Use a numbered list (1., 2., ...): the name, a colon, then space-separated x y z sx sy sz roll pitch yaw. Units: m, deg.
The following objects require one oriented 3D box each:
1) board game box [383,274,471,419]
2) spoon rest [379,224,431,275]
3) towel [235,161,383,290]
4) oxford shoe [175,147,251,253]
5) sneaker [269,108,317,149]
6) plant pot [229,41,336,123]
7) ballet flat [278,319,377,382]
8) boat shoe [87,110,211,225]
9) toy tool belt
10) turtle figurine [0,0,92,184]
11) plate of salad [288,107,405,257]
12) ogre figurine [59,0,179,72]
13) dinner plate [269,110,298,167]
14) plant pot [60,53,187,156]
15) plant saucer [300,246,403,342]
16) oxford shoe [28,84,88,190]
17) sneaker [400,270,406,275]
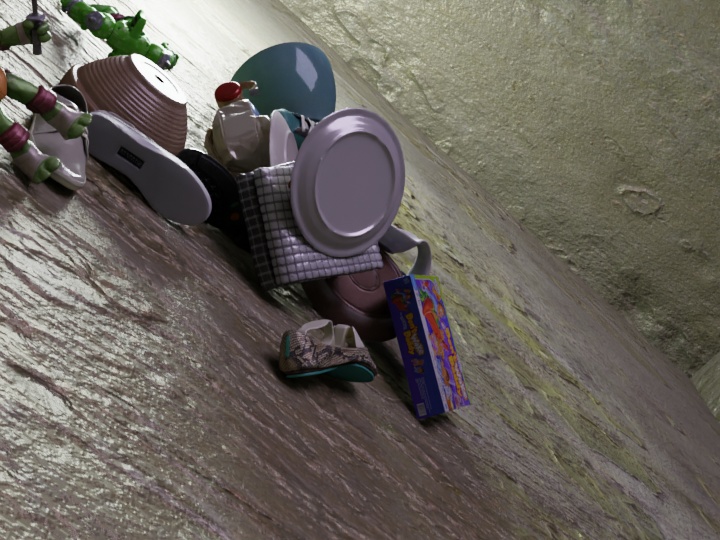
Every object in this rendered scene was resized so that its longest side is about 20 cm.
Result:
1. board game box: 0.099 0.109 1.670 0.134 0.044 0.202 3 72 -69
2. spoon rest: 0.063 -0.045 1.805 0.099 0.061 0.200 29 -10 34
3. towel: -0.073 -0.065 1.578 0.199 0.085 0.167 -10 86 -48
4. oxford shoe: -0.193 -0.102 1.587 0.200 0.072 0.085 49 7 -36
5. sneaker: -0.067 -0.221 1.925 0.200 0.080 0.072 35 36 -41
6. plant pot: -0.124 -0.290 2.052 0.200 0.200 0.135 24 35 -53
7. ballet flat: -0.036 0.100 1.432 0.200 0.067 0.076 14 71 -60
8. boat shoe: -0.272 -0.136 1.467 0.199 0.071 0.070 36 19 -9
9. toy tool belt: -0.185 -0.202 1.830 0.201 0.124 0.123 -114 -175 -48
10. turtle figurine: -0.366 -0.195 1.184 0.194 0.199 0.144 46 27 -31
11. plate of salad: -0.020 -0.119 1.536 0.200 0.201 0.048 31 -10 -41
12. ogre figurine: -0.367 -0.364 1.768 0.200 0.098 0.120 50 -1 -28
13. dinner plate: -0.113 -0.148 1.766 0.200 0.024 0.202 -5 90 -83
14. plant pot: -0.307 -0.232 1.576 0.201 0.093 0.201 40 16 -14
15. plant saucer: -0.002 0.014 1.700 0.199 0.032 0.201 22 43 -22
16. oxford shoe: -0.349 -0.163 1.343 0.075 0.058 0.200 38 18 -34
17. sneaker: 0.000 0.000 1.796 0.200 0.081 0.074 29 20 -47
